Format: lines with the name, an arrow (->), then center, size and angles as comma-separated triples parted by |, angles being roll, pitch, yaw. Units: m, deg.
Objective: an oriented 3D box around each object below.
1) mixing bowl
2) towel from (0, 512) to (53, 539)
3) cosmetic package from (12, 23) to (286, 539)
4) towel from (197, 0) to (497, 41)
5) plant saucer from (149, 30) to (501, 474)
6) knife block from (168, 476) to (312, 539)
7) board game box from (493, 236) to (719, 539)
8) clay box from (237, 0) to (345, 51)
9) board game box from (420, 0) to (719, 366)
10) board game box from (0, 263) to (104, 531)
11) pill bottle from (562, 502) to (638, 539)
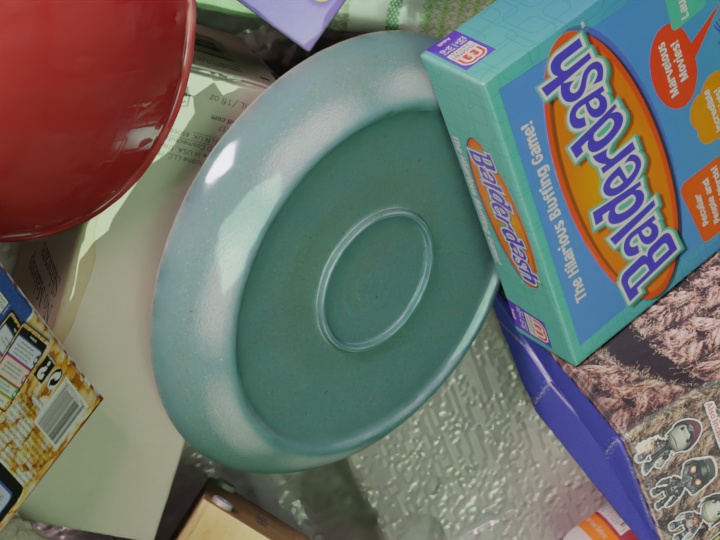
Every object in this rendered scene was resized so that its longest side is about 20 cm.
mixing bowl -> -0.170, -0.092, 0.688 | 0.198, 0.108, 0.202 | 7, 110, 21
towel -> -0.100, 0.204, 0.769 | 0.200, 0.034, 0.133 | 38, 66, -11
cosmetic package -> -0.099, -0.002, 0.808 | 0.073, 0.104, 0.201 | 14, 105, -21
towel -> 0.026, -0.167, 0.791 | 0.198, 0.031, 0.150 | 8, 105, -15
plant saucer -> 0.000, 0.000, 0.800 | 0.199, 0.027, 0.202 | -26, 130, -35
knife block -> -0.072, 0.192, 0.848 | 0.199, 0.064, 0.176 | 31, 92, -3
board game box -> 0.181, 0.021, 0.874 | 0.199, 0.160, 0.097 | -29, 124, -6
clay box -> -0.009, -0.200, 0.731 | 0.115, 0.048, 0.201 | 33, 99, -21
board game box -> 0.132, -0.078, 0.813 | 0.200, 0.045, 0.153 | -37, 130, -17
board game box -> -0.185, 0.084, 0.662 | 0.201, 0.046, 0.152 | -53, 156, -17
pill bottle -> 0.208, 0.124, 0.958 | 0.199, 0.110, 0.110 | -34, 118, -3
